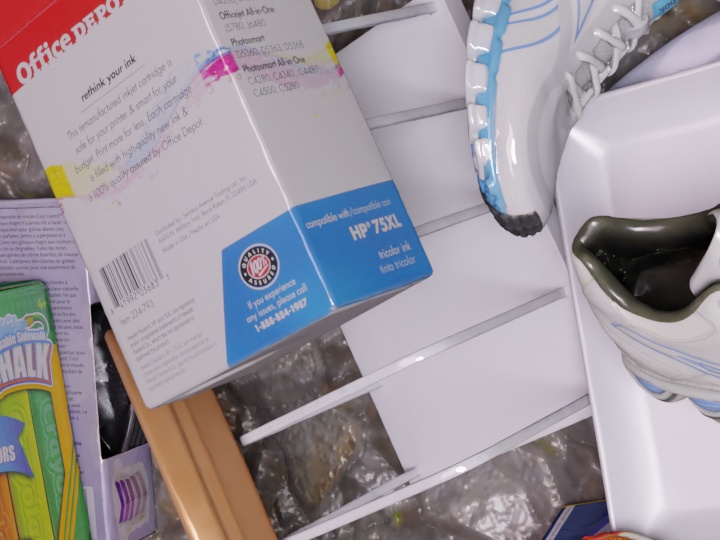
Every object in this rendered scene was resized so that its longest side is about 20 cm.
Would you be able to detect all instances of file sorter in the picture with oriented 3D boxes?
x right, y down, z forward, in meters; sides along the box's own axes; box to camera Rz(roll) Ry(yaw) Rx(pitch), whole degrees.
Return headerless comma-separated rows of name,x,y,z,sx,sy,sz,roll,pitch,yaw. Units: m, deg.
file sorter,0.000,0.000,0.775,0.138,0.124,0.201,-29,83,41

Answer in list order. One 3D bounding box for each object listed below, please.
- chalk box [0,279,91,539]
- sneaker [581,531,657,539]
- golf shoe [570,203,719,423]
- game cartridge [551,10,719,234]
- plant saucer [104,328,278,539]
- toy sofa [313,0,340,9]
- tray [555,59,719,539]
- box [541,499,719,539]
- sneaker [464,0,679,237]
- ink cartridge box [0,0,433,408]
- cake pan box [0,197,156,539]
chalk box,-0.225,0.072,0.858,0.123,0.125,0.202,-8,95,26
sneaker,0.141,0.192,0.689,0.073,0.077,0.201,-40,79,35
golf shoe,0.160,0.016,0.617,0.199,0.097,0.079,0,62,43
game cartridge,0.178,-0.047,0.747,0.199,0.040,0.134,-29,87,26
plant saucer,-0.065,0.115,0.820,0.037,0.200,0.202,-23,85,-9
toy sofa,-0.075,-0.196,0.837,0.198,0.098,0.083,16,128,24
tray,0.142,0.018,0.725,0.107,0.022,0.202,-13,79,27
box,0.174,0.129,0.746,0.199,0.070,0.065,-13,103,28
sneaker,0.093,-0.108,0.728,0.086,0.075,0.202,4,68,14
ink cartridge box,-0.068,-0.062,0.688,0.116,0.067,0.201,-28,83,40
cake pan box,-0.202,0.053,0.941,0.198,0.052,0.186,-2,98,27
